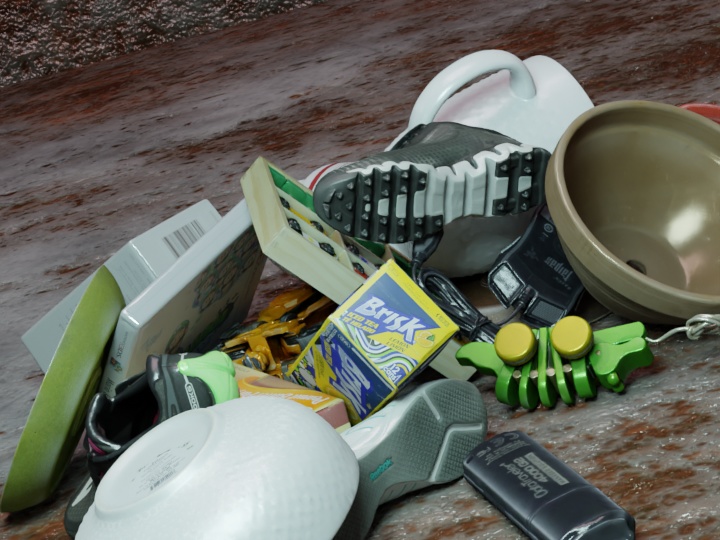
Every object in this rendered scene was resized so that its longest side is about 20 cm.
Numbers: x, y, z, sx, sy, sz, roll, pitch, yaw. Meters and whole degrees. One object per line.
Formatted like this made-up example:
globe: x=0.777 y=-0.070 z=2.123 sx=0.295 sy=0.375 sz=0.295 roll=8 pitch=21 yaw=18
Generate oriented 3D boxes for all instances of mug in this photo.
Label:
mug: x=0.096 y=-0.092 z=1.843 sx=0.175 sy=0.200 sz=0.148 roll=-27 pitch=47 yaw=-15

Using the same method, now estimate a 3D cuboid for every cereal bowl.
cereal bowl: x=-0.104 y=0.146 z=1.425 sx=0.200 sy=0.083 sz=0.200 roll=-31 pitch=20 yaw=13

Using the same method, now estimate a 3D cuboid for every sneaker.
sneaker: x=0.044 y=-0.070 z=1.719 sx=0.200 sy=0.067 sz=0.090 roll=-11 pitch=30 yaw=-27
sneaker: x=-0.158 y=0.116 z=1.561 sx=0.084 sy=0.200 sz=0.077 roll=14 pitch=41 yaw=-29
sneaker: x=0.004 y=0.126 z=1.530 sx=0.200 sy=0.070 sz=0.080 roll=-29 pitch=17 yaw=-37

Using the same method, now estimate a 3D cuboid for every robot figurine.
robot figurine: x=-0.037 y=0.047 z=1.850 sx=0.145 sy=0.058 sz=0.200 roll=-16 pitch=13 yaw=33

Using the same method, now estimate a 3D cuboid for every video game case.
video game case: x=-0.135 y=0.035 z=1.784 sx=0.200 sy=0.024 sz=0.182 roll=-45 pitch=-14 yaw=-38

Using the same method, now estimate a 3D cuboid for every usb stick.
usb stick: x=0.115 y=0.143 z=1.430 sx=0.055 sy=0.033 sz=0.200 roll=-26 pitch=17 yaw=-9

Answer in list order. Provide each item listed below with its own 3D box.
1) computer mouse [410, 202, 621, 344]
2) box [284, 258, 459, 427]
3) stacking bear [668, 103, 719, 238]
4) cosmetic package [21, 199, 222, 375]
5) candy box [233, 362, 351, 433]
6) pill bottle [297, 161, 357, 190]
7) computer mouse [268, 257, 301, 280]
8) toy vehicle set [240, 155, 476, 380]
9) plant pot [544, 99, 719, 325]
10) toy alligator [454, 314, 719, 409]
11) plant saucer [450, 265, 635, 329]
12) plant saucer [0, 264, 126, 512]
computer mouse: x=0.111 y=-0.004 z=1.748 sx=0.200 sy=0.140 sz=0.046 roll=-57 pitch=0 yaw=-41
box: x=0.006 y=0.058 z=1.594 sx=0.064 sy=0.070 sz=0.200 roll=-43 pitch=-3 yaw=-16
stacking bear: x=0.252 y=-0.069 z=1.903 sx=0.114 sy=0.122 sz=0.200 roll=-2 pitch=-1 yaw=-25
cosmetic package: x=-0.192 y=0.027 z=1.933 sx=0.102 sy=0.074 sz=0.200 roll=-32 pitch=-5 yaw=-43
candy box: x=-0.099 y=0.123 z=1.667 sx=0.115 sy=0.055 sz=0.200 roll=-24 pitch=18 yaw=-24
pill bottle: x=0.013 y=-0.043 z=2.029 sx=0.200 sy=0.112 sz=0.112 roll=-2 pitch=20 yaw=42
computer mouse: x=-0.049 y=-0.017 z=1.889 sx=0.110 sy=0.044 sz=0.200 roll=0 pitch=7 yaw=-14
toy vehicle set: x=0.000 y=0.000 z=1.728 sx=0.027 sy=0.200 sz=0.124 roll=-48 pitch=27 yaw=14
plant pot: x=0.224 y=-0.026 z=1.721 sx=0.201 sy=0.093 sz=0.201 roll=11 pitch=47 yaw=-13
toy alligator: x=0.163 y=0.068 z=1.618 sx=0.200 sy=0.059 sz=0.054 roll=-7 pitch=60 yaw=18
plant saucer: x=0.127 y=0.016 z=1.860 sx=0.200 sy=0.035 sz=0.200 roll=-14 pitch=15 yaw=4
plant saucer: x=-0.217 y=0.094 z=1.711 sx=0.031 sy=0.200 sz=0.200 roll=22 pitch=18 yaw=-2
